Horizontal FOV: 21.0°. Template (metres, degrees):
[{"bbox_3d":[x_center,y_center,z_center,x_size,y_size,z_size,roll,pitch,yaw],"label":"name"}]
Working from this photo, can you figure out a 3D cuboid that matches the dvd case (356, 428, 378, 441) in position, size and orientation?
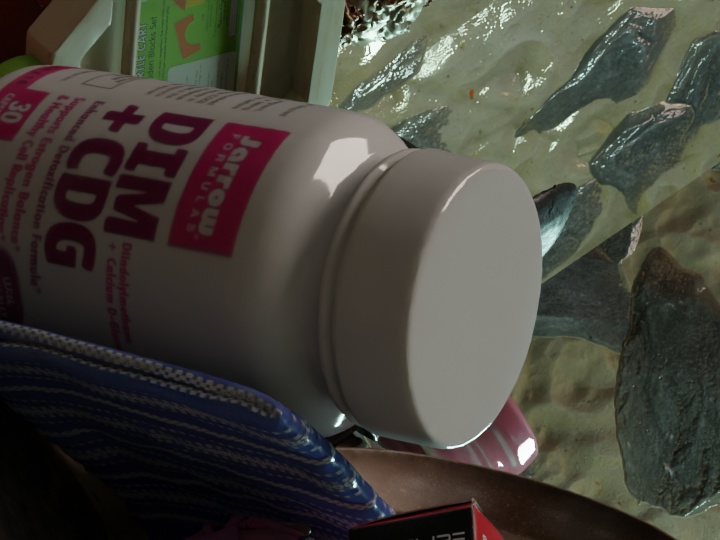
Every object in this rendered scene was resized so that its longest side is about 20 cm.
[{"bbox_3d":[-0.082,0.009,1.041,0.199,0.016,0.149,26,-22,32],"label":"dvd case"}]

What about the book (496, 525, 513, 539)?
[{"bbox_3d":[0.061,0.215,0.913,0.200,0.048,0.135,-92,-178,-65],"label":"book"}]

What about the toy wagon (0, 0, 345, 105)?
[{"bbox_3d":[-0.094,-0.084,0.847,0.040,0.199,0.156,42,-44,38],"label":"toy wagon"}]

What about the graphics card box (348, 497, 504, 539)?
[{"bbox_3d":[0.038,0.192,0.625,0.126,0.050,0.202,55,28,-53],"label":"graphics card box"}]

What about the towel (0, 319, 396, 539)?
[{"bbox_3d":[-0.055,0.075,0.699,0.144,0.024,0.200,12,-21,26],"label":"towel"}]

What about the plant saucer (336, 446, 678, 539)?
[{"bbox_3d":[0.053,0.123,0.856,0.198,0.035,0.200,12,8,-2],"label":"plant saucer"}]

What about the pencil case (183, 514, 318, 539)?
[{"bbox_3d":[-0.012,0.158,0.722,0.082,0.087,0.200,22,-17,28],"label":"pencil case"}]

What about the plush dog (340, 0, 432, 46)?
[{"bbox_3d":[-0.004,-0.200,1.003,0.200,0.159,0.173,-34,127,-51],"label":"plush dog"}]

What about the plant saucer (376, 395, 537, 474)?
[{"bbox_3d":[0.011,0.053,1.095,0.200,0.051,0.201,41,-12,11],"label":"plant saucer"}]

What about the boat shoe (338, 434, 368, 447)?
[{"bbox_3d":[-0.048,0.099,1.165,0.072,0.076,0.200,52,-7,-7],"label":"boat shoe"}]

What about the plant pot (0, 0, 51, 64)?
[{"bbox_3d":[-0.146,-0.159,0.933,0.200,0.198,0.177,65,3,-50],"label":"plant pot"}]

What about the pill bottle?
[{"bbox_3d":[-0.045,-0.005,0.681,0.198,0.114,0.114,11,-25,30],"label":"pill bottle"}]

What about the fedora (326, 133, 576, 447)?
[{"bbox_3d":[0.000,0.000,0.816,0.092,0.200,0.201,47,0,7],"label":"fedora"}]
